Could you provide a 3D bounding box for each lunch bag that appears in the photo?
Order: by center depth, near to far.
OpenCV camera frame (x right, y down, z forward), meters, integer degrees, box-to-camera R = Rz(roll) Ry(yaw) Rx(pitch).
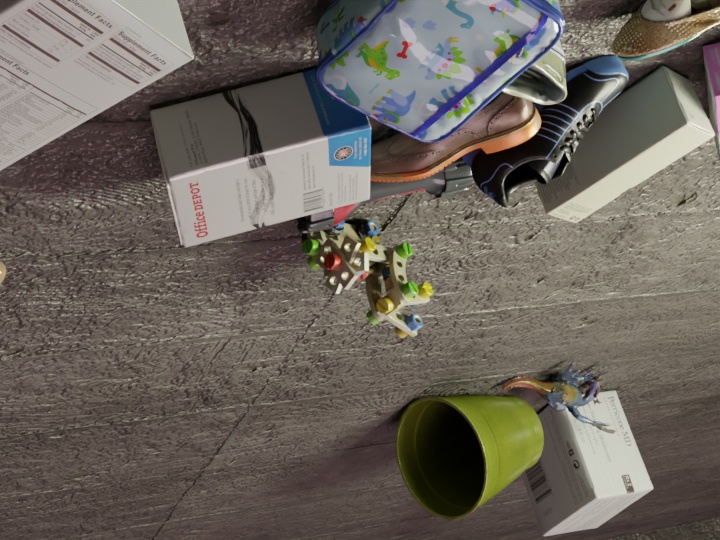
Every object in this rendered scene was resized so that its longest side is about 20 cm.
[{"bbox_3d":[0.070,-0.208,1.236,0.160,0.083,0.200,27,134,-31],"label":"lunch bag"}]

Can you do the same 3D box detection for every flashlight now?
[{"bbox_3d":[0.024,-0.090,1.533,0.199,0.068,0.068,-13,118,-21],"label":"flashlight"}]

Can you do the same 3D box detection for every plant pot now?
[{"bbox_3d":[0.195,0.287,2.325,0.192,0.201,0.200,-12,158,-43],"label":"plant pot"}]

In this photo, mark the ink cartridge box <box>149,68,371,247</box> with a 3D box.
[{"bbox_3d":[-0.095,-0.111,1.375,0.199,0.085,0.145,-15,155,-8],"label":"ink cartridge box"}]

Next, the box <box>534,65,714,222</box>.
[{"bbox_3d":[0.290,-0.139,1.588,0.200,0.082,0.068,-32,152,32],"label":"box"}]

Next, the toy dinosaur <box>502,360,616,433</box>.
[{"bbox_3d":[0.353,0.198,2.400,0.199,0.105,0.181,18,174,11],"label":"toy dinosaur"}]

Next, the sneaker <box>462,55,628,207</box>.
[{"bbox_3d":[0.208,-0.144,1.491,0.200,0.078,0.070,-35,152,6],"label":"sneaker"}]

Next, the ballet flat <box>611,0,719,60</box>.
[{"bbox_3d":[0.336,-0.269,1.382,0.199,0.071,0.065,-22,129,2],"label":"ballet flat"}]

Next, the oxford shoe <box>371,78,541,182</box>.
[{"bbox_3d":[0.082,-0.151,1.460,0.199,0.071,0.073,-19,128,12],"label":"oxford shoe"}]

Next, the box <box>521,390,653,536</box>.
[{"bbox_3d":[0.395,0.349,2.550,0.130,0.200,0.200,-4,152,-29],"label":"box"}]

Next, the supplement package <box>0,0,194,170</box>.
[{"bbox_3d":[-0.255,-0.192,1.010,0.199,0.152,0.151,-26,155,18],"label":"supplement package"}]

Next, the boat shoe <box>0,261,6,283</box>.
[{"bbox_3d":[-0.453,0.045,1.479,0.200,0.072,0.064,-32,152,26],"label":"boat shoe"}]

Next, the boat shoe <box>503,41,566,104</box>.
[{"bbox_3d":[0.133,-0.209,1.351,0.199,0.062,0.072,7,146,-41],"label":"boat shoe"}]

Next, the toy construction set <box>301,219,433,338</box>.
[{"bbox_3d":[0.000,0.000,1.619,0.092,0.132,0.200,-28,154,20],"label":"toy construction set"}]

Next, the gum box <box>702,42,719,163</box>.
[{"bbox_3d":[0.451,-0.191,1.581,0.113,0.066,0.200,-12,158,12],"label":"gum box"}]
